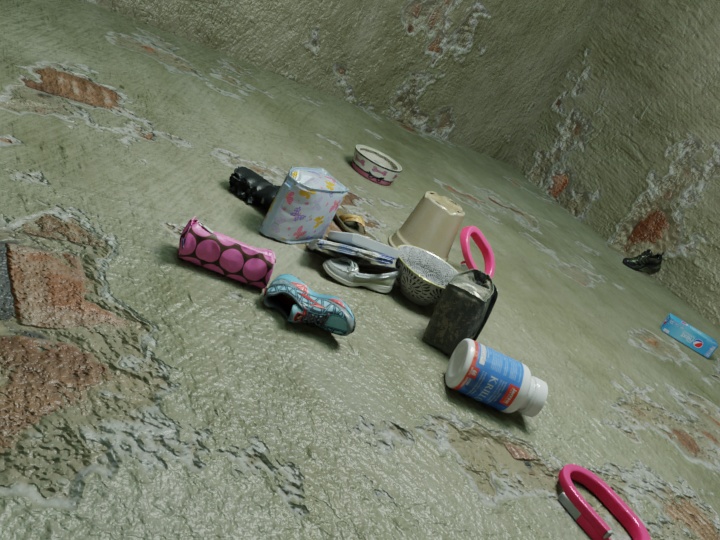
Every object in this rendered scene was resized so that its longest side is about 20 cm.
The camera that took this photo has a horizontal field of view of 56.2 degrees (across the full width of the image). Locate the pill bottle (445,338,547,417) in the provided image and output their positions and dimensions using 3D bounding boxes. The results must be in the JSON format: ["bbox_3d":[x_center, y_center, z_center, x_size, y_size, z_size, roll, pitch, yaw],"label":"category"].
[{"bbox_3d":[0.289,0.232,1.424,0.199,0.113,0.112,24,22,-7],"label":"pill bottle"}]

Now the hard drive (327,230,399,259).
[{"bbox_3d":[0.005,-0.068,1.739,0.131,0.027,0.200,20,-2,-20],"label":"hard drive"}]

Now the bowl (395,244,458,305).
[{"bbox_3d":[0.160,0.028,1.734,0.200,0.095,0.201,24,22,-10],"label":"bowl"}]

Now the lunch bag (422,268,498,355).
[{"bbox_3d":[0.246,0.094,1.601,0.117,0.165,0.200,28,22,13],"label":"lunch bag"}]

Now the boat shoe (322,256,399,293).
[{"bbox_3d":[0.001,0.001,1.643,0.201,0.065,0.075,17,25,-27],"label":"boat shoe"}]

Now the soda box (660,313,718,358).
[{"bbox_3d":[1.264,0.251,2.593,0.199,0.064,0.068,33,22,10],"label":"soda box"}]

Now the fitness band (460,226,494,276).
[{"bbox_3d":[0.348,-0.041,2.009,0.200,0.037,0.144,50,46,-38],"label":"fitness band"}]

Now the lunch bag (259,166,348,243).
[{"bbox_3d":[-0.152,-0.166,1.683,0.127,0.170,0.199,39,25,22],"label":"lunch bag"}]

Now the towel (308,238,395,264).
[{"bbox_3d":[-0.027,-0.043,1.659,0.198,0.024,0.147,13,-2,-14],"label":"towel"}]

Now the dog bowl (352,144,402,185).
[{"bbox_3d":[0.055,-0.394,2.544,0.199,0.074,0.200,23,23,-10],"label":"dog bowl"}]

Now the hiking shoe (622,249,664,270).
[{"bbox_3d":[1.395,-0.063,3.330,0.198,0.101,0.076,2,26,-9],"label":"hiking shoe"}]

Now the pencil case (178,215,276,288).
[{"bbox_3d":[-0.268,-0.036,1.369,0.199,0.094,0.091,21,23,-19],"label":"pencil case"}]

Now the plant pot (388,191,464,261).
[{"bbox_3d":[0.211,-0.124,2.003,0.199,0.184,0.201,24,23,-11],"label":"plant pot"}]

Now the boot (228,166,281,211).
[{"bbox_3d":[-0.249,-0.218,1.820,0.162,0.074,0.198,33,23,18],"label":"boot"}]

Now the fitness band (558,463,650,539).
[{"bbox_3d":[0.449,0.446,1.255,0.143,0.038,0.200,8,31,-41],"label":"fitness band"}]

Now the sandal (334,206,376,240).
[{"bbox_3d":[-0.025,-0.145,1.939,0.080,0.054,0.200,4,32,-45],"label":"sandal"}]

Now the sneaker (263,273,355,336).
[{"bbox_3d":[-0.107,0.086,1.345,0.199,0.080,0.096,25,31,14],"label":"sneaker"}]
